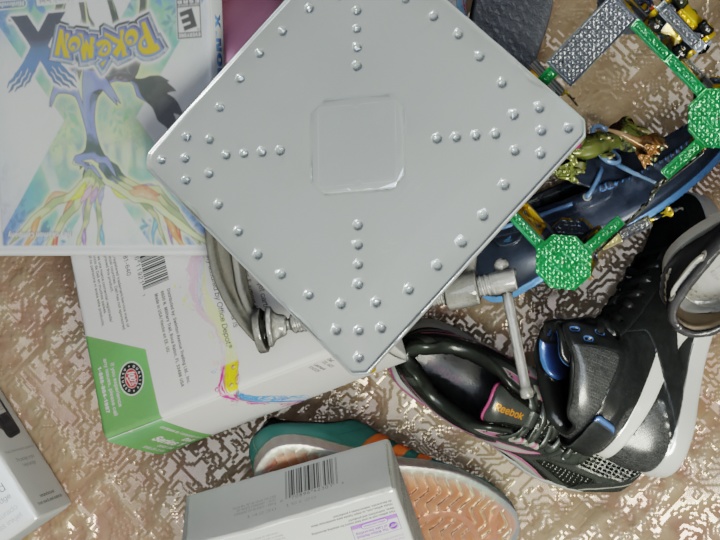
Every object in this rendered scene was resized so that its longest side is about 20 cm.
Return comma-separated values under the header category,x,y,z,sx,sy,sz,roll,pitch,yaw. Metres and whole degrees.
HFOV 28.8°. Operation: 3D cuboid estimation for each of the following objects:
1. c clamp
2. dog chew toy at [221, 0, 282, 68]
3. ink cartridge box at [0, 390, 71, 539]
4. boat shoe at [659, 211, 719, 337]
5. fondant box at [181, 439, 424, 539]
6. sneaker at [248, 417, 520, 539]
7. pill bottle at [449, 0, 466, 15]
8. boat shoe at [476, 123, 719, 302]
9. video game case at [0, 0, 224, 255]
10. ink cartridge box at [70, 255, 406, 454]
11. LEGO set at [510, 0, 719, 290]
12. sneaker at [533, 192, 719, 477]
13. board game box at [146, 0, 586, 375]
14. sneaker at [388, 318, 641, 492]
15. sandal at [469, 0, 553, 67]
category,x,y,z,sx,sy,sz,roll,pitch,yaw
c clamp,0.000,0.000,0.862,0.198,0.027,0.173,-6,81,11
dog chew toy,-0.132,-0.141,0.986,0.198,0.124,0.126,11,89,14
ink cartridge box,-0.328,0.128,1.009,0.145,0.083,0.201,-34,86,4
boat shoe,0.261,-0.029,0.842,0.200,0.060,0.074,-37,108,30
fondant box,-0.020,0.224,0.942,0.143,0.058,0.201,-16,117,5
sneaker,0.017,0.145,0.985,0.198,0.080,0.072,20,106,-15
pill bottle,0.019,-0.169,0.947,0.108,0.109,0.202,-3,69,5
boat shoe,0.156,-0.053,0.967,0.199,0.084,0.069,-33,96,1
video game case,-0.180,-0.102,0.937,0.198,0.022,0.184,0,95,23
ink cartridge box,-0.084,0.022,0.955,0.199,0.084,0.146,-21,68,15
LEGO set,0.155,-0.096,0.896,0.153,0.116,0.201,38,116,3
sneaker,0.177,0.027,0.936,0.111,0.073,0.202,18,71,-18
board game box,0.001,-0.073,0.849,0.200,0.026,0.200,44,92,18
sneaker,0.106,0.099,0.966,0.198,0.086,0.081,21,92,5
sandal,0.087,-0.123,1.004,0.076,0.043,0.201,25,81,-1
